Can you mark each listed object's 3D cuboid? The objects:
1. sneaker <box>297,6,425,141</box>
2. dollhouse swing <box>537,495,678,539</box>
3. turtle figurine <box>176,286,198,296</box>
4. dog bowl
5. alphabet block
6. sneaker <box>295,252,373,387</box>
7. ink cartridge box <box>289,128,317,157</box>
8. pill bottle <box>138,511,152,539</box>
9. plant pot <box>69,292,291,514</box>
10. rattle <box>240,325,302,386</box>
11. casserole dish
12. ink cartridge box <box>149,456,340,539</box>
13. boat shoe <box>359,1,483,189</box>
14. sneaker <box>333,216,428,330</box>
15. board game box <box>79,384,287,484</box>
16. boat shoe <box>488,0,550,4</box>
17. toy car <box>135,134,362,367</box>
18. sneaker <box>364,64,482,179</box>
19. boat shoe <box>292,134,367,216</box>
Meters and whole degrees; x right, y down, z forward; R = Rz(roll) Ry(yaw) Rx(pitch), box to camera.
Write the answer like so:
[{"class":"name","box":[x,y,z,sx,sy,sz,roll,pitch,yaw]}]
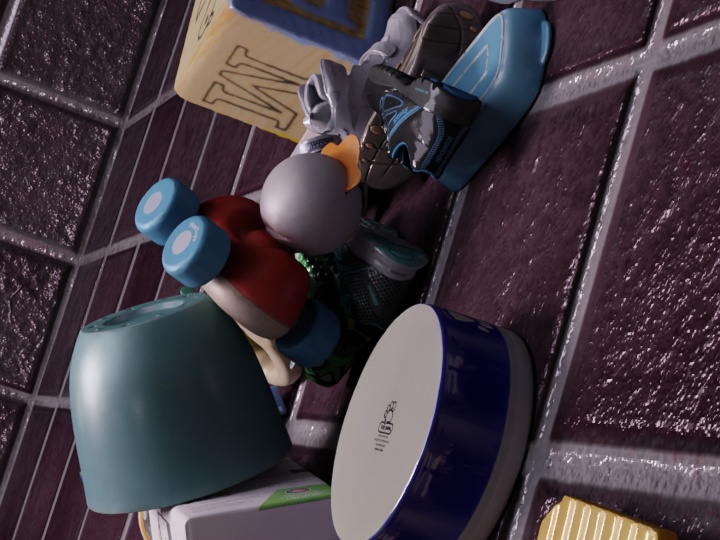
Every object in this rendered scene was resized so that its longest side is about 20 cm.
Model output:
[{"class":"sneaker","box":[0.004,-0.207,1.758,0.075,0.114,0.201,-42,33,56]},{"class":"dollhouse swing","box":[0.078,0.234,0.992,0.200,0.181,0.177,-173,82,-73]},{"class":"turtle figurine","box":[-0.158,0.084,1.938,0.150,0.100,0.201,-56,-24,-36]},{"class":"dog bowl","box":[0.053,0.130,1.305,0.200,0.078,0.201,-56,23,38]},{"class":"alphabet block","box":[-0.087,-0.298,2.004,0.200,0.196,0.196,-45,28,54]},{"class":"sneaker","box":[-0.042,0.034,1.698,0.200,0.078,0.085,-94,29,-52]},{"class":"ink cartridge box","box":[-0.076,-0.089,1.844,0.173,0.044,0.200,-32,-18,-47]},{"class":"pill bottle","box":[-0.151,0.240,1.739,0.200,0.116,0.117,-37,37,60]},{"class":"plant pot","box":[-0.179,0.114,1.561,0.200,0.200,0.162,-165,59,-73]},{"class":"rattle","box":[-0.075,0.043,1.787,0.131,0.142,0.200,59,158,8]},{"class":"casserole dish","box":[0.108,-0.159,1.522,0.200,0.039,0.122,129,154,-49]},{"class":"ink cartridge box","box":[-0.106,0.236,1.535,0.200,0.145,0.084,-170,73,-73]},{"class":"boat shoe","box":[0.060,-0.171,1.647,0.201,0.074,0.073,-59,8,12]},{"class":"sneaker","box":[0.000,0.000,1.622,0.200,0.077,0.092,-132,60,-72]},{"class":"board game box","box":[-0.193,0.186,1.821,0.035,0.199,0.135,66,151,8]},{"class":"boat shoe","box":[0.143,-0.281,1.512,0.200,0.070,0.067,-153,81,-80]},{"class":"toy car","box":[-0.069,-0.050,1.563,0.200,0.184,0.177,-49,34,4]},{"class":"sneaker","box":[0.040,-0.135,1.514,0.082,0.073,0.200,-68,17,4]},{"class":"boat shoe","box":[-0.026,-0.075,1.735,0.199,0.073,0.068,91,161,-72]}]
